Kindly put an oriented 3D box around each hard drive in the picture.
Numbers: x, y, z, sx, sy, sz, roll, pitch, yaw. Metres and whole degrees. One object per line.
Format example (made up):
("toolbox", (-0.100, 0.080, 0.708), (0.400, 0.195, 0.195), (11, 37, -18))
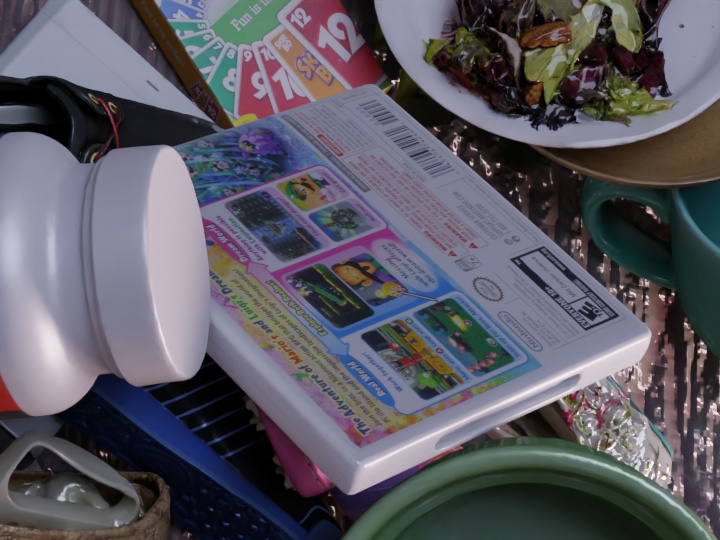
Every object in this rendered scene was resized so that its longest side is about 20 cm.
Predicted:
("hard drive", (-0.149, -0.023, 1.103), (0.132, 0.026, 0.200), (42, 55, -9))

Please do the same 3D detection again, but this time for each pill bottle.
("pill bottle", (-0.169, 0.004, 0.958), (0.199, 0.116, 0.117), (-5, 67, 11))

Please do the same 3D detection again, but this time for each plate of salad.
("plate of salad", (0.105, -0.149, 1.182), (0.198, 0.048, 0.201), (0, 58, -1))

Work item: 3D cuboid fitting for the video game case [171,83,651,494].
("video game case", (0.000, 0.000, 1.043), (0.181, 0.024, 0.200), (-21, 52, -38))

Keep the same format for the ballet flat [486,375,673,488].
("ballet flat", (0.074, 0.046, 1.159), (0.064, 0.076, 0.200), (-41, 86, -24))

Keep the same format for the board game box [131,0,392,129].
("board game box", (-0.075, -0.155, 1.205), (0.095, 0.030, 0.201), (-29, 80, -31))

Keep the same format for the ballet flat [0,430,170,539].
("ballet flat", (-0.166, 0.093, 1.001), (0.199, 0.066, 0.070), (14, 18, -38))

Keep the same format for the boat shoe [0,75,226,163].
("boat shoe", (-0.136, -0.049, 1.069), (0.200, 0.063, 0.074), (1, 67, -32))

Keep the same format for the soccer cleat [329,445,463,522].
("soccer cleat", (0.073, 0.127, 1.120), (0.200, 0.076, 0.067), (36, 59, -7))

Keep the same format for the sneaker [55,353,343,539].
("sneaker", (-0.070, 0.064, 1.068), (0.200, 0.070, 0.078), (43, 58, -24))

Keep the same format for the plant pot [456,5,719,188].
("plant pot", (0.147, -0.120, 1.207), (0.198, 0.028, 0.201), (1, 58, -1))

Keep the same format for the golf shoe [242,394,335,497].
("golf shoe", (-0.002, 0.030, 1.066), (0.200, 0.091, 0.076), (-82, 150, -64))

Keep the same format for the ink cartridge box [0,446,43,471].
("ink cartridge box", (-0.242, 0.094, 1.025), (0.200, 0.050, 0.161), (-28, 81, -49))

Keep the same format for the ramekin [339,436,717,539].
("ramekin", (0.074, 0.168, 1.044), (0.198, 0.098, 0.202), (0, 96, 4))

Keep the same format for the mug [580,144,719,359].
("mug", (0.225, -0.019, 1.222), (0.152, 0.115, 0.185), (-39, 54, -23))

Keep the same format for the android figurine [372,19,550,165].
("android figurine", (0.078, -0.159, 1.266), (0.181, 0.041, 0.201), (21, 64, -14))
